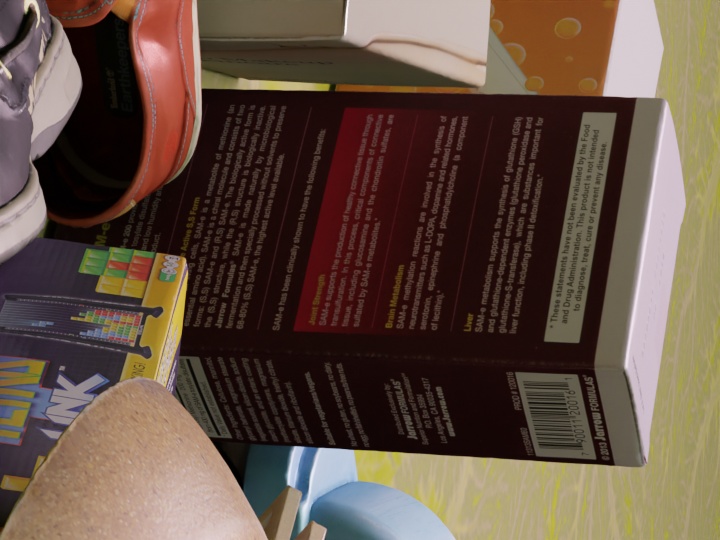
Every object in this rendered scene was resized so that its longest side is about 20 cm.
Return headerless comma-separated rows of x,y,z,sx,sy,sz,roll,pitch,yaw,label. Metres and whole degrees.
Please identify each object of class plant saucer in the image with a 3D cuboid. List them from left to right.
-0.055,0.125,0.622,0.200,0.035,0.202,13,90,-78,plant saucer

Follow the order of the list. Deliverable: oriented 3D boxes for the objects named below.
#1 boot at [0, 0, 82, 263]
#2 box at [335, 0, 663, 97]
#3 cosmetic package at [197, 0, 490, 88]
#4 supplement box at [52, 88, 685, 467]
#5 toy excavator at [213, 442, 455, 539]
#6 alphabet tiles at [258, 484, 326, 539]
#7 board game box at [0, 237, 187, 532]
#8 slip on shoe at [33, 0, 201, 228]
-0.123,-0.083,0.675,0.204,0.073,0.155,-82,159,-70,boot
0.057,-0.054,1.266,0.098,0.123,0.201,71,26,-51,box
-0.023,-0.109,1.017,0.200,0.103,0.074,0,93,-73,cosmetic package
0.000,0.000,0.932,0.061,0.198,0.109,72,25,-53,supplement box
0.014,0.147,1.001,0.100,0.198,0.196,-8,100,-74,toy excavator
-0.067,0.161,0.853,0.200,0.008,0.168,-50,-163,46,alphabet tiles
-0.090,0.103,0.762,0.200,0.056,0.167,-84,-179,-70,board game box
-0.086,-0.100,0.861,0.061,0.074,0.201,-62,155,-50,slip on shoe
